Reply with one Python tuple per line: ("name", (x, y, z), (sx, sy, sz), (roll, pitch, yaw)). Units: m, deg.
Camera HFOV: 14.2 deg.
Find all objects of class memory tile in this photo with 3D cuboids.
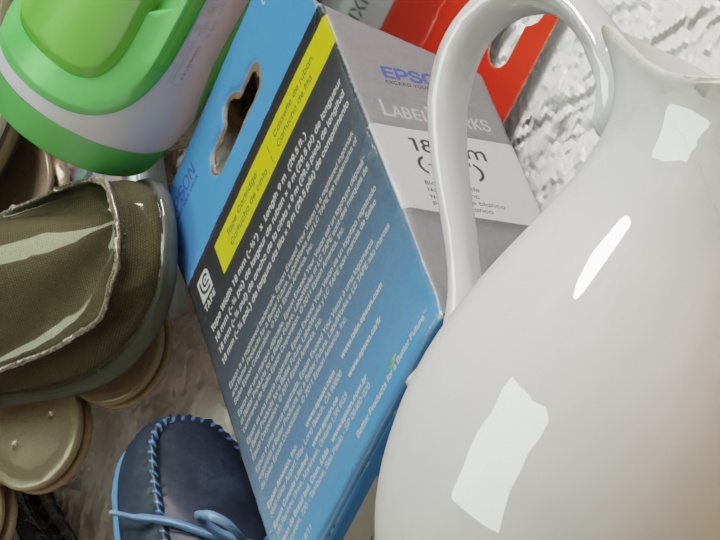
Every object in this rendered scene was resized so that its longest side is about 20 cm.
("memory tile", (-0.172, 0.052, 1.213), (0.200, 0.017, 0.153), (-47, 55, 12))

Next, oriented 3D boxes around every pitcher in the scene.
("pitcher", (0.065, 0.020, 0.864), (0.171, 0.121, 0.200), (27, 98, 40))

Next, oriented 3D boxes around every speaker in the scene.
("speaker", (-0.067, -0.136, 1.089), (0.200, 0.088, 0.089), (-59, 36, 26))

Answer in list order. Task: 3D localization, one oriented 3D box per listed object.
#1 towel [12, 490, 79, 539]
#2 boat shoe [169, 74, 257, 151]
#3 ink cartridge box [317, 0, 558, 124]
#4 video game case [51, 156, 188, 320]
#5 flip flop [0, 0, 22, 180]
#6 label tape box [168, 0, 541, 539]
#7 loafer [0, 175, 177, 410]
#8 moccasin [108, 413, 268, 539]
("towel", (-0.197, 0.154, 1.289), (0.166, 0.085, 0.200), (-59, 40, 15))
("boat shoe", (-0.094, -0.140, 1.210), (0.064, 0.071, 0.200), (-19, 60, 14))
("ink cartridge box", (0.017, -0.146, 1.080), (0.163, 0.057, 0.200), (-63, 29, 23))
("video game case", (-0.170, -0.046, 1.267), (0.182, 0.024, 0.201), (-21, 67, 24))
("flip flop", (-0.171, -0.106, 1.220), (0.081, 0.057, 0.201), (2, 76, 57))
("label tape box", (0.000, 0.000, 1.027), (0.144, 0.063, 0.200), (-63, 33, 37))
("loafer", (-0.150, 0.017, 1.137), (0.200, 0.070, 0.075), (-29, 60, 37))
("moccasin", (-0.028, 0.131, 1.041), (0.068, 0.080, 0.200), (-56, 50, 44))
